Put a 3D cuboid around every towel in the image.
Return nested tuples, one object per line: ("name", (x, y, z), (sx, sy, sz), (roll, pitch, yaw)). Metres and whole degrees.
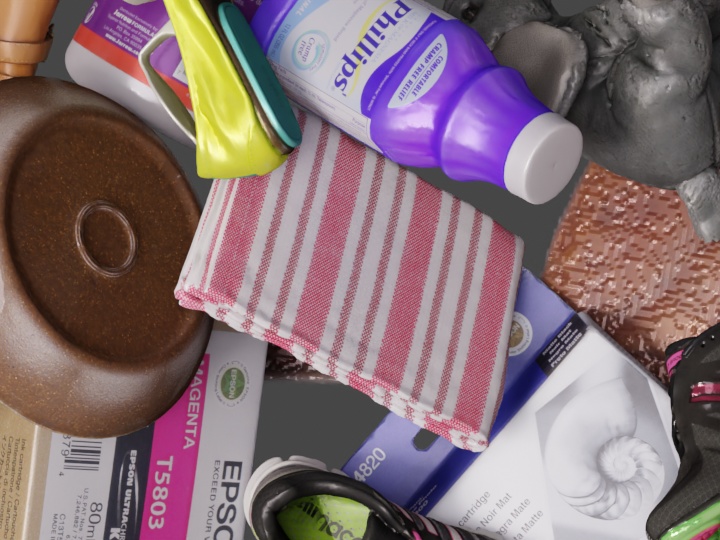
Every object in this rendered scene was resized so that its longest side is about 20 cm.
("towel", (0.000, 0.000, 1.442), (0.200, 0.030, 0.146), (29, 53, -20))

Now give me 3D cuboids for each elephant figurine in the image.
("elephant figurine", (0.106, -0.115, 1.463), (0.200, 0.142, 0.155), (-2, 46, 16))

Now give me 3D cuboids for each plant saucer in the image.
("plant saucer", (-0.144, -0.013, 1.376), (0.037, 0.200, 0.201), (-22, 86, 43))

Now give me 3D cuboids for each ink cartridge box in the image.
("ink cartridge box", (-0.140, 0.098, 1.459), (0.075, 0.165, 0.200), (7, 90, 47))
("ink cartridge box", (0.102, 0.132, 1.491), (0.200, 0.041, 0.200), (41, 95, 7))

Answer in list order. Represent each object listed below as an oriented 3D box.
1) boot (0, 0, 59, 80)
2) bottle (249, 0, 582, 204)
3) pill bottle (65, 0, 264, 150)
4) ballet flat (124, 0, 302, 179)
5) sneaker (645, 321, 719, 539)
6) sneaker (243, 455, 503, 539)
("boot", (-0.189, -0.149, 1.475), (0.074, 0.200, 0.155), (12, 85, -29))
("bottle", (0.030, -0.099, 1.397), (0.200, 0.065, 0.084), (33, 84, 33))
("pill bottle", (-0.077, -0.173, 1.484), (0.112, 0.112, 0.200), (30, 93, 7))
("ballet flat", (-0.094, -0.141, 1.398), (0.067, 0.067, 0.200), (-22, 84, 19))
("sneaker", (0.196, 0.080, 1.433), (0.084, 0.077, 0.200), (28, 54, 6))
("sneaker", (0.021, 0.164, 1.438), (0.200, 0.087, 0.074), (27, 95, 6))
